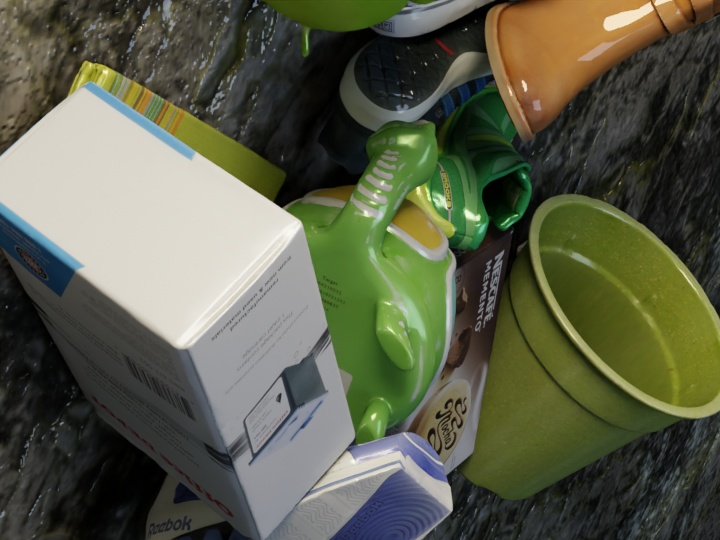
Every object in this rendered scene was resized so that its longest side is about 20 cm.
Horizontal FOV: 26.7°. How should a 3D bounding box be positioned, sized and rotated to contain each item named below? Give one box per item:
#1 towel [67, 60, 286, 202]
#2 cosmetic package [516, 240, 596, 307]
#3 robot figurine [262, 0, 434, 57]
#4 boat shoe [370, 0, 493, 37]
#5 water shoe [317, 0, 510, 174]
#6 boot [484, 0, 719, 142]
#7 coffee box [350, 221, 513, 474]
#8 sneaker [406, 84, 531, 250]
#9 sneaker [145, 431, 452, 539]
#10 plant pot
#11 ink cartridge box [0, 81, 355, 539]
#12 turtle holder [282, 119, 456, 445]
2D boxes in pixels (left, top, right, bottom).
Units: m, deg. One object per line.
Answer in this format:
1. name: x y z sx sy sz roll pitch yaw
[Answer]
1. towel: -0.109 -0.045 0.831 0.087 0.018 0.200 -60 153 2
2. cosmetic package: 0.186 0.058 1.339 0.107 0.084 0.202 -32 139 -40
3. robot figurine: 0.004 -0.213 0.784 0.202 0.115 0.175 -60 145 -9
4. boat shoe: 0.075 -0.208 0.962 0.199 0.068 0.057 -36 140 -39
5. water shoe: 0.038 -0.128 0.983 0.199 0.072 0.079 -34 167 -47
6. boot: 0.163 -0.155 0.927 0.074 0.153 0.201 65 28 -24
7. coffee box: 0.035 0.059 1.085 0.113 0.079 0.202 -31 138 -46
8. sneaker: 0.078 -0.063 1.038 0.200 0.083 0.075 -54 166 -55
9. sneaker: -0.054 0.123 0.876 0.198 0.116 0.081 -27 134 15
10. plant pot: 0.153 0.079 1.180 0.199 0.201 0.190 -23 160 -51
11. ink cartridge box: -0.091 0.026 0.753 0.086 0.146 0.201 -46 152 -20
12. turtle holder: -0.009 0.003 0.910 0.132 0.139 0.188 -51 135 -48
